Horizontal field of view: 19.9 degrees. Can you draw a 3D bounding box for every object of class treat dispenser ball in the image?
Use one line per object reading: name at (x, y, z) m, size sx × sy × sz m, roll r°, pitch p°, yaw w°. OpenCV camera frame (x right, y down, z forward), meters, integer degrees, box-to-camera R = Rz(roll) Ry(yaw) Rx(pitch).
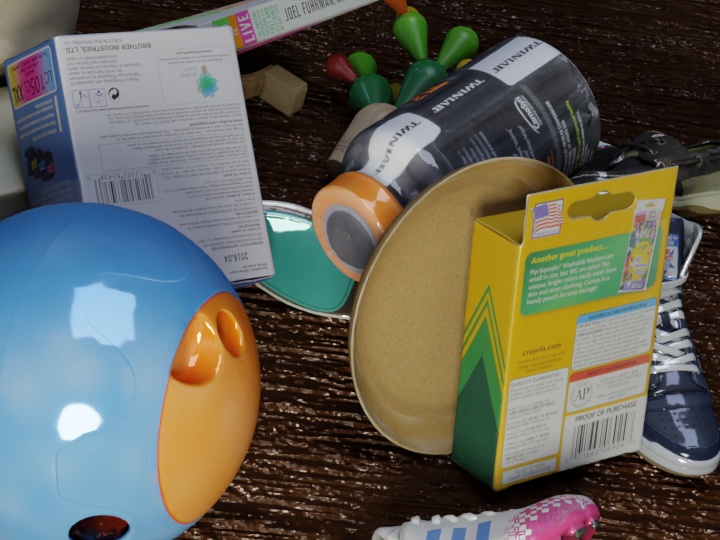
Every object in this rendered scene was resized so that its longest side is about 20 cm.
treat dispenser ball at (-0.154, 0.063, 1.142) m, size 0.200 × 0.202 × 0.201 m, roll 11°, pitch 39°, yaw -9°

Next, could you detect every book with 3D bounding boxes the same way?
book at (-0.094, -0.174, 1.498) m, size 0.133 × 0.048 × 0.200 m, roll -11°, pitch 11°, yaw 41°

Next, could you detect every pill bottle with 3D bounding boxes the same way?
pill bottle at (0.059, -0.068, 1.351) m, size 0.106 × 0.107 × 0.200 m, roll 39°, pitch 52°, yaw 23°

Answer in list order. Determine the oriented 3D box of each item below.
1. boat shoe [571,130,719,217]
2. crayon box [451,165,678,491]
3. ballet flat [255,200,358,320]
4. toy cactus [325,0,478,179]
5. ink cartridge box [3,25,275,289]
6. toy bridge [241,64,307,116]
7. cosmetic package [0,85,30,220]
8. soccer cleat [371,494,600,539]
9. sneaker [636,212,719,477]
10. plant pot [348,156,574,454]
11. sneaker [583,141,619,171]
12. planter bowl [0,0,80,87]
boat shoe at (0.213, -0.070, 1.520) m, size 0.073 × 0.065 × 0.199 m, roll -6°, pitch -2°, yaw 37°
crayon box at (0.128, 0.028, 1.299) m, size 0.125 × 0.201 × 0.052 m, roll -11°, pitch 28°, yaw -33°
ballet flat at (0.000, 0.000, 1.400) m, size 0.199 × 0.070 × 0.070 m, roll 19°, pitch 38°, yaw -7°
toy cactus at (0.036, -0.131, 1.520) m, size 0.199 × 0.103 × 0.165 m, roll 19°, pitch 58°, yaw 40°
ink cartridge box at (-0.138, -0.048, 1.308) m, size 0.136 × 0.076 × 0.201 m, roll -8°, pitch 85°, yaw -35°
toy bridge at (-0.119, -0.110, 1.498) m, size 0.067 × 0.027 × 0.200 m, roll 33°, pitch 40°, yaw 18°
cosmetic package at (-0.262, -0.054, 1.339) m, size 0.199 × 0.073 × 0.104 m, roll -17°, pitch 51°, yaw -38°
soccer cleat at (0.060, 0.167, 1.212) m, size 0.199 × 0.070 × 0.086 m, roll -25°, pitch 56°, yaw -41°
sneaker at (0.204, 0.037, 1.393) m, size 0.070 × 0.109 × 0.201 m, roll 1°, pitch 42°, yaw -21°
plant pot at (0.068, 0.020, 1.300) m, size 0.199 × 0.201 × 0.027 m, roll -13°, pitch 28°, yaw -33°
sneaker at (0.097, -0.064, 1.510) m, size 0.086 × 0.081 × 0.199 m, roll 33°, pitch 31°, yaw 33°
planter bowl at (-0.275, -0.177, 1.406) m, size 0.199 × 0.200 × 0.135 m, roll -16°, pitch 77°, yaw -36°
